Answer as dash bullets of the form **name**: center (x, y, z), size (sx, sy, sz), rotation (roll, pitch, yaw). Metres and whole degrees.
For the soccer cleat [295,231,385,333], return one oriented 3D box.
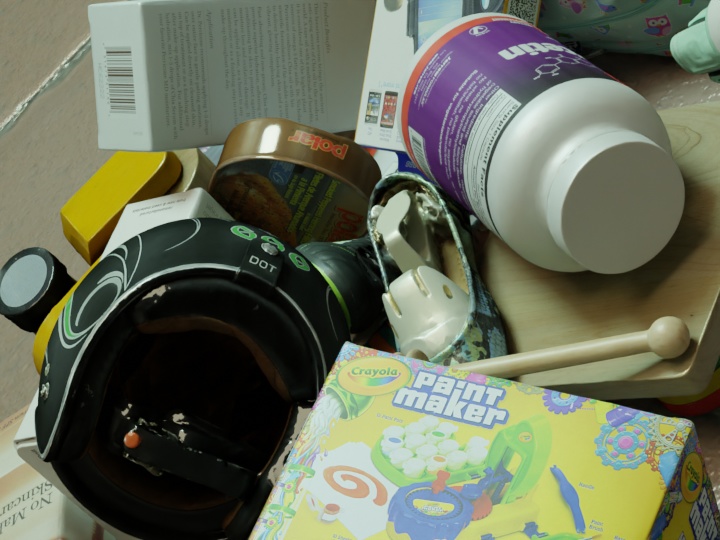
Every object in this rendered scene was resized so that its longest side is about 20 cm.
- **soccer cleat**: center (0.000, 0.000, 1.464), size (0.081, 0.068, 0.200), rotation (-37, -3, 0)

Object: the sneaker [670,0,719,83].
- **sneaker**: center (0.225, -0.132, 1.346), size (0.118, 0.074, 0.200), rotation (-20, -2, 36)

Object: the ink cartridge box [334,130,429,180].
- **ink cartridge box**: center (0.049, -0.116, 1.624), size (0.200, 0.050, 0.162), rotation (-55, 33, -9)

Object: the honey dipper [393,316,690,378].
- **honey dipper**: center (0.083, 0.052, 1.244), size (0.199, 0.038, 0.038), rotation (-11, 44, 25)

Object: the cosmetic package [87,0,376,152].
- **cosmetic package**: center (-0.083, -0.140, 1.566), size (0.071, 0.199, 0.102), rotation (6, 102, 52)

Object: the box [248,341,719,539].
- **box**: center (0.056, 0.164, 1.163), size (0.199, 0.122, 0.193), rotation (12, 60, 27)

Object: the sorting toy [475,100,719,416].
- **sorting toy**: center (0.161, 0.004, 1.336), size (0.199, 0.070, 0.199), rotation (-6, 49, 46)

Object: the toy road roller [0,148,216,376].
- **toy road roller**: center (-0.151, 0.016, 1.649), size (0.200, 0.123, 0.146), rotation (-48, 46, -2)

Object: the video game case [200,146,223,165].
- **video game case**: center (-0.081, -0.143, 1.831), size (0.200, 0.023, 0.182), rotation (-46, 31, 0)

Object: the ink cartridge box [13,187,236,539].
- **ink cartridge box**: center (-0.123, 0.071, 1.519), size (0.084, 0.146, 0.201), rotation (-11, 46, 41)

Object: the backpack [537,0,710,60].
- **backpack**: center (0.172, -0.220, 1.525), size (0.200, 0.126, 0.168), rotation (10, 74, 52)

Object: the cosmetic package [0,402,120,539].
- **cosmetic package**: center (-0.210, 0.185, 1.547), size (0.103, 0.087, 0.200), rotation (-33, 34, 18)

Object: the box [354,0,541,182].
- **box**: center (0.059, -0.150, 1.503), size (0.119, 0.041, 0.201), rotation (11, 91, 45)

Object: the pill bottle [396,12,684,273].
- **pill bottle**: center (0.105, -0.071, 1.313), size (0.112, 0.112, 0.200), rotation (-46, 32, 0)

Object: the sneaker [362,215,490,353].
- **sneaker**: center (0.032, 0.049, 1.433), size (0.080, 0.071, 0.201), rotation (-4, 52, 43)

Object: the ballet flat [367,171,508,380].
- **ballet flat**: center (0.037, 0.011, 1.343), size (0.074, 0.074, 0.200), rotation (-36, 34, 15)

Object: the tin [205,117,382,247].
- **tin**: center (-0.049, -0.044, 1.544), size (0.200, 0.111, 0.042), rotation (122, 168, -65)

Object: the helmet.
- **helmet**: center (-0.097, 0.069, 1.338), size (0.200, 0.200, 0.191), rotation (-47, 5, -2)
